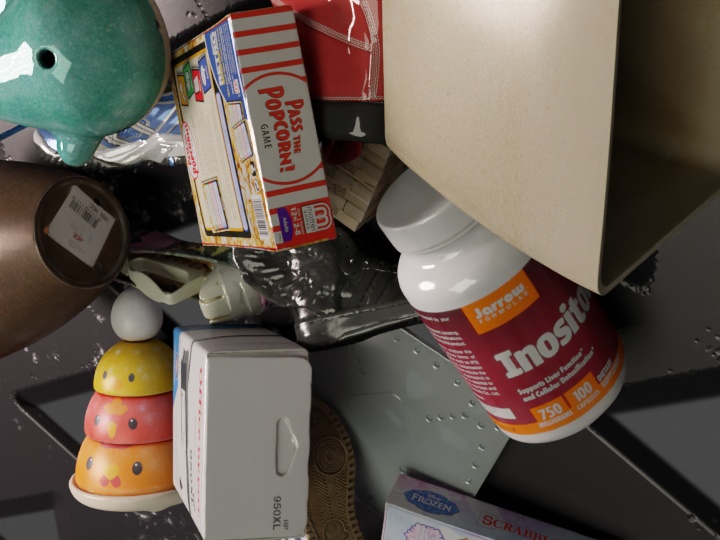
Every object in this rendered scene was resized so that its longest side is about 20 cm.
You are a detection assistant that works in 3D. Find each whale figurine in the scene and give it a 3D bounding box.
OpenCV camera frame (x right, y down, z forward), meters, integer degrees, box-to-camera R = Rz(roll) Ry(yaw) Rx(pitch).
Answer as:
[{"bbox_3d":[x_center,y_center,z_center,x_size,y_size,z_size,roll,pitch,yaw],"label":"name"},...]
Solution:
[{"bbox_3d":[-0.242,-0.151,0.874,0.198,0.104,0.161,-13,103,14],"label":"whale figurine"}]

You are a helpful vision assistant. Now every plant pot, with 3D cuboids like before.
[{"bbox_3d":[0.120,-0.135,0.714,0.176,0.199,0.202,19,125,33],"label":"plant pot"},{"bbox_3d":[-0.294,-0.020,1.020,0.199,0.187,0.188,-11,111,43],"label":"plant pot"}]

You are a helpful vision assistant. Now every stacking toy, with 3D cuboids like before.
[{"bbox_3d":[-0.211,0.115,1.119,0.145,0.146,0.202,1,100,31],"label":"stacking toy"}]

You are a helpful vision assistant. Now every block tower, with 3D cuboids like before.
[{"bbox_3d":[0.017,-0.120,0.868,0.058,0.054,0.201,34,130,12],"label":"block tower"}]

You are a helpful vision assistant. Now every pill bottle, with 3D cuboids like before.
[{"bbox_3d":[0.097,0.016,0.828,0.112,0.113,0.201,-16,123,37],"label":"pill bottle"}]

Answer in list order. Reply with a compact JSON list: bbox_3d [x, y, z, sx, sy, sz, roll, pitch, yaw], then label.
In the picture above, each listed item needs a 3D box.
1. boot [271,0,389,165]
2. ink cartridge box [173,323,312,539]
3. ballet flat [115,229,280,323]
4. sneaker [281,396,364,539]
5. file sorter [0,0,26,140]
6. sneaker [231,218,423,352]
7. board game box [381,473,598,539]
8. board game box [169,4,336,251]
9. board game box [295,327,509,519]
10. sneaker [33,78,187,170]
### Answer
[{"bbox_3d":[-0.036,-0.154,0.816,0.200,0.072,0.146,30,119,53],"label":"boot"},{"bbox_3d":[-0.103,0.125,0.967,0.200,0.083,0.146,-171,81,-74],"label":"ink cartridge box"},{"bbox_3d":[-0.138,0.009,1.027,0.198,0.071,0.070,10,128,27],"label":"ballet flat"},{"bbox_3d":[-0.046,0.213,1.056,0.108,0.069,0.202,-14,90,63],"label":"sneaker"},{"bbox_3d":[-0.322,-0.225,0.977,0.138,0.123,0.201,26,128,18],"label":"file sorter"},{"bbox_3d":[0.001,0.000,0.935,0.198,0.060,0.105,-16,80,15],"label":"sneaker"},{"bbox_3d":[0.110,0.290,1.031,0.198,0.041,0.202,17,127,13],"label":"board game box"},{"bbox_3d":[-0.084,-0.094,0.837,0.200,0.046,0.153,-172,70,-68],"label":"board game box"},{"bbox_3d":[0.024,0.125,1.023,0.199,0.026,0.201,33,129,12],"label":"board game box"},{"bbox_3d":[-0.188,-0.128,0.987,0.198,0.076,0.078,-3,108,22],"label":"sneaker"}]
